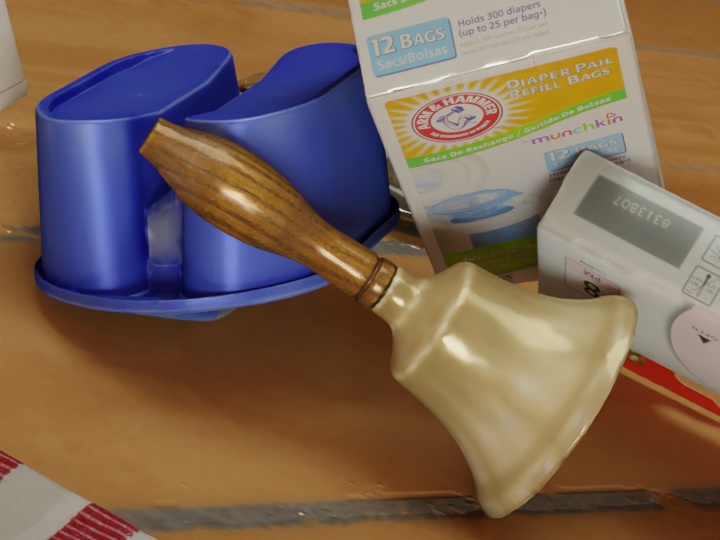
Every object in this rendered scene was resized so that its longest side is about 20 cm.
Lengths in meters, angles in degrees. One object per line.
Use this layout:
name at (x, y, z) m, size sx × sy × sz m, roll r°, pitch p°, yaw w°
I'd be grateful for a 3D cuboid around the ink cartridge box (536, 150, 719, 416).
ink cartridge box at (0.156, 0.044, 1.111) m, size 0.162 × 0.200 × 0.057 m, roll 28°, pitch 66°, yaw 17°

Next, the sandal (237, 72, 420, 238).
sandal at (-0.023, -0.068, 1.298) m, size 0.199 × 0.055 × 0.082 m, roll 19°, pitch 21°, yaw -2°

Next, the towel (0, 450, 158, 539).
towel at (-0.122, 0.101, 0.858) m, size 0.199 × 0.023 × 0.144 m, roll 26°, pitch 22°, yaw 15°

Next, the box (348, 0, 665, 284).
box at (0.063, -0.083, 1.096) m, size 0.112 × 0.200 × 0.102 m, roll -13°, pitch 64°, yaw 6°

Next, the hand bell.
hand bell at (0.000, 0.000, 1.018) m, size 0.199 × 0.104 × 0.104 m, roll 34°, pitch 20°, yaw -8°

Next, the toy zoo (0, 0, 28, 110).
toy zoo at (-0.210, -0.159, 1.195) m, size 0.020 × 0.201 × 0.131 m, roll -34°, pitch 53°, yaw -22°

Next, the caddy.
caddy at (-0.062, -0.033, 1.122) m, size 0.140 × 0.106 × 0.200 m, roll 0°, pitch 16°, yaw 18°
